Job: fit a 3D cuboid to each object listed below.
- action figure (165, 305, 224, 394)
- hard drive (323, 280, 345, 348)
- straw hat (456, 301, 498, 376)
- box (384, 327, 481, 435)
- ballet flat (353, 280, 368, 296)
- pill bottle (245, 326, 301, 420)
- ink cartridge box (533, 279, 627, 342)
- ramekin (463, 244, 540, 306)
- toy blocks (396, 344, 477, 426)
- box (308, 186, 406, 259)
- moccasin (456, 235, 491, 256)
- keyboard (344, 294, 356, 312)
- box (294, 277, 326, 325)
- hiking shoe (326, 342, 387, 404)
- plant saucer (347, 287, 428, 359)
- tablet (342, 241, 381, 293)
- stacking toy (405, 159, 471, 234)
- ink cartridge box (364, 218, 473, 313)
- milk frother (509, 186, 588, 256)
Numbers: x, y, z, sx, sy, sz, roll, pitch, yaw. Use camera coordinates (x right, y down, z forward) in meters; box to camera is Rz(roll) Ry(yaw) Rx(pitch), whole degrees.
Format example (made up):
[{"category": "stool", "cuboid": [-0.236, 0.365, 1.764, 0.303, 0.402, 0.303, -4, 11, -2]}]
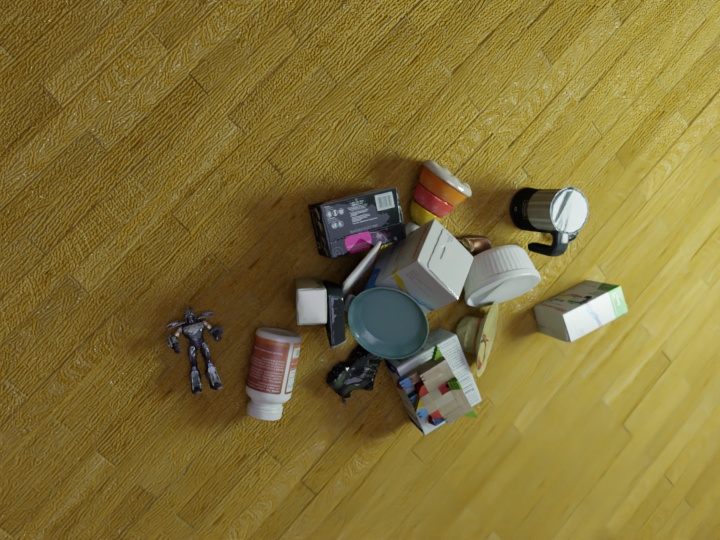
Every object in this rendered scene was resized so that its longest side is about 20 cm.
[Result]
[{"category": "action figure", "cuboid": [-0.373, 0.178, 1.516, 0.128, 0.069, 0.203, -14, 98, -12]}, {"category": "hard drive", "cuboid": [-0.062, 0.098, 1.542, 0.042, 0.200, 0.137, -3, 99, -6]}, {"category": "straw hat", "cuboid": [0.296, 0.171, 1.736, 0.084, 0.201, 0.204, 12, 93, 22]}, {"category": "box", "cuboid": [0.187, 0.283, 1.704, 0.182, 0.105, 0.202, -26, 104, -14]}, {"category": "ballet flat", "cuboid": [0.058, 0.109, 1.655, 0.068, 0.072, 0.201, -37, 106, -7]}, {"category": "pill bottle", "cuboid": [-0.210, 0.243, 1.556, 0.111, 0.112, 0.203, 11, 93, -20]}, {"category": "ink cartridge box", "cuboid": [0.600, 0.108, 1.807, 0.198, 0.145, 0.085, -24, 103, -15]}, {"category": "ramekin", "cuboid": [0.352, 0.012, 1.688, 0.200, 0.203, 0.095, -9, 68, -18]}, {"category": "toy blocks", "cuboid": [0.178, 0.305, 1.609, 0.136, 0.100, 0.201, -30, 105, -2]}, {"category": "box", "cuboid": [-0.009, -0.118, 1.584, 0.198, 0.115, 0.134, -16, 100, -18]}, {"category": "moccasin", "cuboid": [0.251, -0.049, 1.702, 0.199, 0.078, 0.075, -8, 99, -18]}, {"category": "keyboard", "cuboid": [0.055, 0.115, 1.612, 0.198, 0.011, 0.057, 22, 126, 1]}, {"category": "box", "cuboid": [-0.117, 0.067, 1.518, 0.067, 0.200, 0.083, -1, 98, -7]}, {"category": "hiking shoe", "cuboid": [0.013, 0.248, 1.664, 0.199, 0.076, 0.101, -35, 115, -4]}, {"category": "plant saucer", "cuboid": [0.068, 0.119, 1.569, 0.197, 0.036, 0.202, 8, 120, 14]}, {"category": "tablet", "cuboid": [0.000, 0.000, 1.560, 0.014, 0.200, 0.130, 40, 80, 3]}, {"category": "stacking toy", "cuboid": [0.170, -0.162, 1.655, 0.145, 0.146, 0.201, 30, 105, -20]}, {"category": "ink cartridge box", "cuboid": [0.141, 0.006, 1.581, 0.144, 0.199, 0.148, 41, 50, -17]}, {"category": "milk frother", "cuboid": [0.532, -0.141, 1.732, 0.198, 0.188, 0.183, -19, 103, -16]}]
